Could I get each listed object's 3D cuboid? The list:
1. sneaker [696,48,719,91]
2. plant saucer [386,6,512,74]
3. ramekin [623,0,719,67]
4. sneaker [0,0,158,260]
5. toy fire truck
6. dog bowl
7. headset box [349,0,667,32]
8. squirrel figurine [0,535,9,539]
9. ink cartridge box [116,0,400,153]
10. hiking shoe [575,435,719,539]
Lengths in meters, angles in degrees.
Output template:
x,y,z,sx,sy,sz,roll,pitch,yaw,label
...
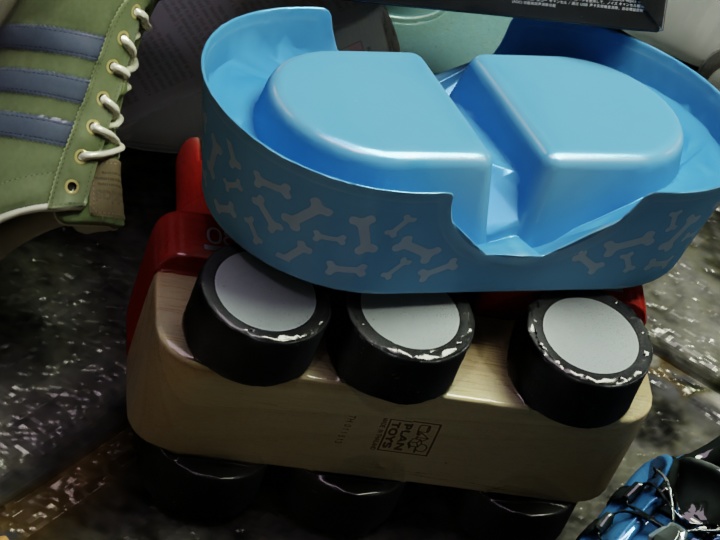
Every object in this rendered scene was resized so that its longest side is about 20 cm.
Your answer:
x,y,z,sx,sy,sz,roll,pitch,yaw,label
0.203,-0.033,1.086,0.079,0.074,0.200,-13,45,-29,sneaker
0.006,-0.123,1.161,0.199,0.028,0.200,12,34,-9,plant saucer
0.171,-0.177,1.226,0.200,0.098,0.201,20,31,-12,ramekin
-0.108,-0.052,0.905,0.090,0.200,0.067,45,1,11,sneaker
0.000,0.000,0.929,0.175,0.129,0.201,7,46,-14,toy fire truck
0.036,-0.039,0.863,0.199,0.050,0.112,-2,37,-26,dog bowl
0.033,-0.152,0.966,0.148,0.078,0.200,6,18,-4,headset box
-0.190,0.102,0.703,0.186,0.142,0.200,15,19,15,squirrel figurine
-0.105,-0.101,1.058,0.199,0.057,0.163,-27,46,-7,ink cartridge box
0.086,0.099,0.814,0.074,0.087,0.200,29,25,19,hiking shoe
